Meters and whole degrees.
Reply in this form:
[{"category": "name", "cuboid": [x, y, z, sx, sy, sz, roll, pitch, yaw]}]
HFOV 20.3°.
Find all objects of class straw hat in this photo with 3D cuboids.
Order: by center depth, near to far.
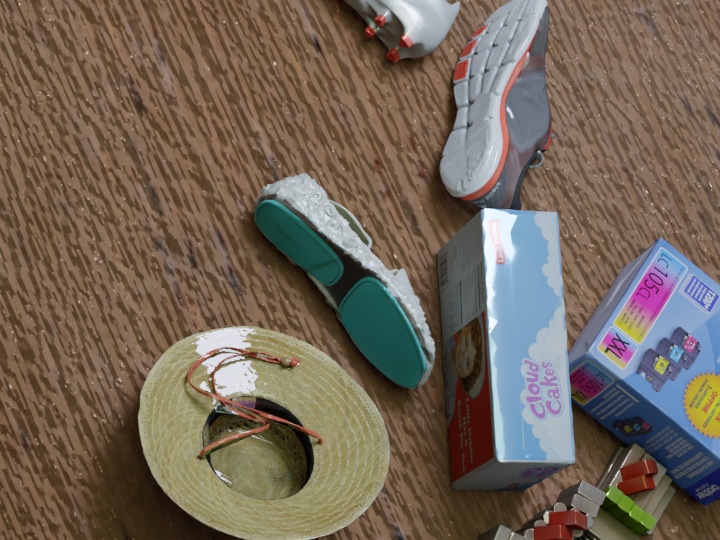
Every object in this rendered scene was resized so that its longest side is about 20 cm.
[{"category": "straw hat", "cuboid": [-0.079, 0.144, 1.507, 0.200, 0.085, 0.202, 9, 46, -9]}]

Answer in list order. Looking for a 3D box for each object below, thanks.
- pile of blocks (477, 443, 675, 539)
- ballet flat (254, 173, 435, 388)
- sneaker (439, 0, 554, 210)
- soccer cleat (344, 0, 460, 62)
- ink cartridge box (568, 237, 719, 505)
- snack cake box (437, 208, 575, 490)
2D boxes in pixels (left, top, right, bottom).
[{"category": "pile of blocks", "cuboid": [0.174, 0.206, 1.580, 0.199, 0.062, 0.082, -28, 83, -22]}, {"category": "ballet flat", "cuboid": [0.000, 0.000, 1.590, 0.072, 0.072, 0.200, -40, 88, -24]}, {"category": "sneaker", "cuboid": [0.125, -0.134, 1.678, 0.082, 0.077, 0.201, 34, 65, -34]}, {"category": "soccer cleat", "cuboid": [-0.002, -0.261, 1.670, 0.200, 0.069, 0.078, 47, 61, -7]}, {"category": "ink cartridge box", "cuboid": [0.274, 0.092, 1.634, 0.200, 0.076, 0.137, 39, 60, -4]}, {"category": "snack cake box", "cuboid": [0.112, 0.064, 1.575, 0.067, 0.115, 0.201, 3, 73, -17]}]
